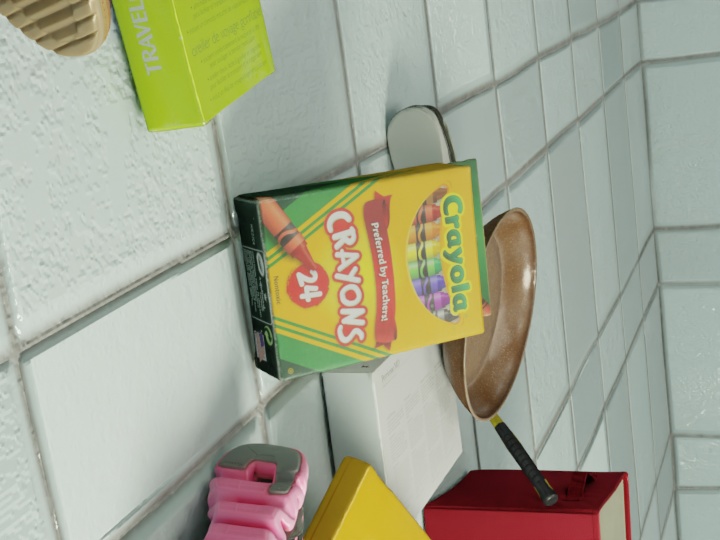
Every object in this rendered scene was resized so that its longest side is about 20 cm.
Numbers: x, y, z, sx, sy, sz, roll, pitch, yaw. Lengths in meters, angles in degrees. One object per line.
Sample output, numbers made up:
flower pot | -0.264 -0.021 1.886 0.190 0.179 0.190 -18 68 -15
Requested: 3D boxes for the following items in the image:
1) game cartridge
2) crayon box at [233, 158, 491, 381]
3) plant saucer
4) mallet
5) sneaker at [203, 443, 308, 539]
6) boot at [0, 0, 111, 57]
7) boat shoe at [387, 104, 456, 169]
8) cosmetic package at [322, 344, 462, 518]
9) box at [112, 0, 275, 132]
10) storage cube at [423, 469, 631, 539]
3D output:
game cartridge | -0.008 0.260 0.922 0.177 0.032 0.200 -61 144 -22
crayon box | 0.016 -0.006 0.880 0.198 0.051 0.129 -12 102 -25
plant saucer | 0.119 0.039 1.148 0.200 0.036 0.203 -38 133 -56
mallet | 0.130 0.144 1.198 0.066 0.041 0.201 49 5 -48
sneaker | -0.078 0.204 0.770 0.201 0.078 0.096 -60 153 -51
boot | -0.143 -0.224 0.582 0.201 0.072 0.167 67 32 -32
boat shoe | 0.074 -0.059 1.169 0.064 0.070 0.203 -25 110 -65
cosmetic package | 0.033 0.127 1.072 0.200 0.051 0.153 -35 123 -64
box | -0.112 -0.199 0.741 0.122 0.047 0.202 -53 136 -59
storage cube | 0.176 0.305 1.246 0.171 0.178 0.203 -11 97 -68
